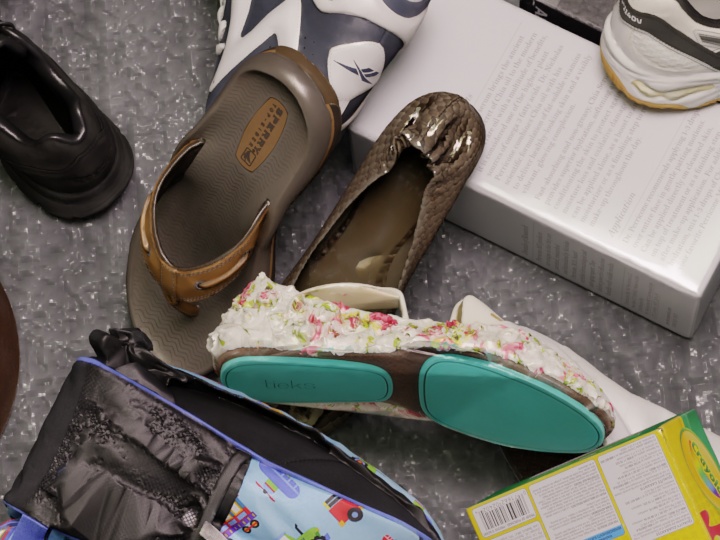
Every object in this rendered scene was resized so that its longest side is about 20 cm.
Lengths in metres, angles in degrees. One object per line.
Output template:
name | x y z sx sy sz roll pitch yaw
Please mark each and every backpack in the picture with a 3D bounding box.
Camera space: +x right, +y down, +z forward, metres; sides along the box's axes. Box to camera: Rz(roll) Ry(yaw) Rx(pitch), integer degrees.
backpack | -0.064 0.130 1.322 0.200 0.183 0.135 26 80 -1

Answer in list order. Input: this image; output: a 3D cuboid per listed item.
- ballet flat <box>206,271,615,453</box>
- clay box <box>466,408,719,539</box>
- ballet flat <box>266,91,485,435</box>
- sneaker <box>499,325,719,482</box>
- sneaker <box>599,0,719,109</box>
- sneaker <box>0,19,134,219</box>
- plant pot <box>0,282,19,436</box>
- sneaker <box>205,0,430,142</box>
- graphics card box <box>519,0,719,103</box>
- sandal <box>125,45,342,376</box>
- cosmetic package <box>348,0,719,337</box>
ballet flat | 0.027 0.038 1.346 0.200 0.076 0.064 10 54 2
clay box | 0.143 0.179 1.310 0.115 0.048 0.200 -25 87 31
ballet flat | 0.000 0.000 1.391 0.067 0.046 0.200 33 103 9
sneaker | 0.143 0.098 1.390 0.085 0.073 0.200 -22 59 -41
sneaker | 0.220 -0.136 1.390 0.200 0.088 0.076 -15 60 -15
sneaker | -0.203 -0.110 1.456 0.200 0.091 0.076 32 75 14
plant pot | -0.271 0.016 1.352 0.187 0.200 0.187 -1 70 1
sneaker | -0.053 -0.114 1.431 0.199 0.079 0.130 24 86 48
graphics card box | 0.197 -0.143 1.476 0.200 0.051 0.126 27 73 10
sandal | -0.071 -0.023 1.372 0.082 0.200 0.055 42 40 10
cosmetic package | 0.104 -0.059 1.436 0.200 0.071 0.102 27 74 11
